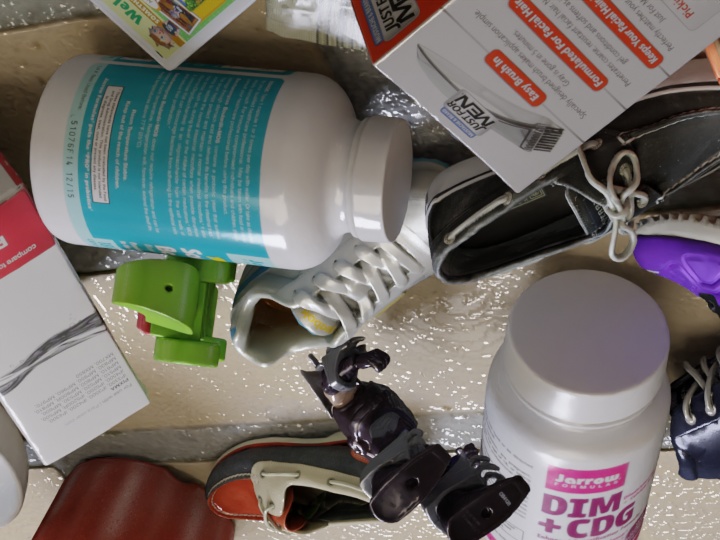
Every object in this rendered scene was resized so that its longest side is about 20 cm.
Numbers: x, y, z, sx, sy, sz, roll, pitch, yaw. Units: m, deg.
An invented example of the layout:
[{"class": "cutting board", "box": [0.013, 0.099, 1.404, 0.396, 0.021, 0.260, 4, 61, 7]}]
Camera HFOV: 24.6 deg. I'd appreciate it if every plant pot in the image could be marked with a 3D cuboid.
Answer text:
[{"class": "plant pot", "box": [-0.197, 0.267, 1.300, 0.201, 0.195, 0.201, 11, 140, 9]}]

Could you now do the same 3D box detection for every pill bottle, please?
[{"class": "pill bottle", "box": [-0.075, -0.060, 0.929, 0.200, 0.111, 0.111, 7, 140, 15]}, {"class": "pill bottle", "box": [0.132, 0.098, 1.033, 0.113, 0.113, 0.200, 11, 141, 10]}]

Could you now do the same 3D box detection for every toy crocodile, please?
[{"class": "toy crocodile", "box": [-0.112, 0.022, 1.017, 0.062, 0.068, 0.200, 7, 179, -1]}]

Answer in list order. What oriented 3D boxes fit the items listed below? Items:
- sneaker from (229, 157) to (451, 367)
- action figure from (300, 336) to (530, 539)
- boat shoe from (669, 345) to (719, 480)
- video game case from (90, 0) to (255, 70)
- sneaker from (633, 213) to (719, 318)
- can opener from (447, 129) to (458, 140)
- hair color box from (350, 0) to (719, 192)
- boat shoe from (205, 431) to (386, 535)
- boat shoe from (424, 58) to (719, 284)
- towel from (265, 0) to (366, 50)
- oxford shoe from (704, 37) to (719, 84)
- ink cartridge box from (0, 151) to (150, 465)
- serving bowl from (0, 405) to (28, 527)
[{"class": "sneaker", "box": [0.000, 0.000, 0.996, 0.077, 0.081, 0.200, 40, 135, -23]}, {"class": "action figure", "box": [0.027, 0.105, 1.014, 0.130, 0.069, 0.200, 39, -178, -21]}, {"class": "boat shoe", "box": [0.229, 0.068, 0.990, 0.093, 0.075, 0.200, -1, 138, 13]}, {"class": "video game case", "box": [-0.119, -0.208, 0.814, 0.200, 0.022, 0.182, 42, 140, -16]}, {"class": "sneaker", "box": [0.221, 0.026, 0.870, 0.070, 0.100, 0.200, 1, -171, -43]}, {"class": "can opener", "box": [0.048, -0.146, 0.780, 0.067, 0.053, 0.200, -4, 137, 22]}, {"class": "hair color box", "box": [0.107, -0.138, 0.734, 0.200, 0.064, 0.111, -39, 128, 18]}, {"class": "boat shoe", "box": [-0.041, 0.164, 1.222, 0.200, 0.063, 0.071, -13, 134, 35]}, {"class": "boat shoe", "box": [0.125, -0.047, 0.872, 0.199, 0.068, 0.074, -18, 129, 16]}, {"class": "towel", "box": [0.046, -0.179, 0.810, 0.192, 0.035, 0.200, 12, 139, 4]}, {"class": "oxford shoe", "box": [0.239, -0.087, 0.806, 0.200, 0.071, 0.073, 28, 137, -35]}, {"class": "ink cartridge box", "box": [-0.226, 0.004, 1.030, 0.147, 0.083, 0.200, 46, 164, 45]}, {"class": "serving bowl", "box": [-0.347, 0.124, 1.292, 0.200, 0.066, 0.200, 11, 142, 9]}]
